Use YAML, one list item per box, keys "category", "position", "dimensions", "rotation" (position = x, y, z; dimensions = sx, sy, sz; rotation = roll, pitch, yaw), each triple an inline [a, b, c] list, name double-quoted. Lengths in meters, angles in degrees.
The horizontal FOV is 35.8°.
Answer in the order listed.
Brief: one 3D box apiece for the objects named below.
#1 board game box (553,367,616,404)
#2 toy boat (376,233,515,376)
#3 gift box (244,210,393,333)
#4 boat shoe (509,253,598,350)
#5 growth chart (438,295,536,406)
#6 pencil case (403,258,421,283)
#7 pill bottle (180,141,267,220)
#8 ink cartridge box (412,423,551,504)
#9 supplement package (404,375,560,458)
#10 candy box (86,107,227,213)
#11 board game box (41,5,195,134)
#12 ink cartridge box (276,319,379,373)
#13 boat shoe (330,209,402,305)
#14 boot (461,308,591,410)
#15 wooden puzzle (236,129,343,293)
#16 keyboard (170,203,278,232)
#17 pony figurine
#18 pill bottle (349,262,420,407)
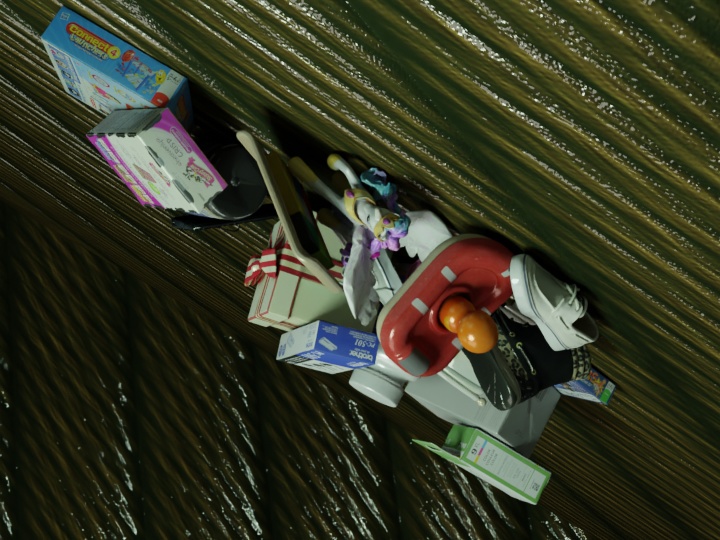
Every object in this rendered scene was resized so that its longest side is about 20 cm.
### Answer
- category: "board game box"
  position: [0.291, 0.151, 1.754]
  dimensions: [0.135, 0.035, 0.200]
  rotation: [36, 167, -23]
- category: "toy boat"
  position: [0.125, 0.055, 1.375]
  dimensions: [0.130, 0.200, 0.131]
  rotation: [41, 179, -43]
- category: "gift box"
  position: [-0.070, 0.000, 1.684]
  dimensions: [0.185, 0.202, 0.184]
  rotation: [17, 164, -14]
- category: "boat shoe"
  position: [0.248, 0.039, 1.391]
  dimensions: [0.069, 0.071, 0.200]
  rotation: [-10, 143, 27]
- category: "growth chart"
  position: [0.202, 0.117, 1.586]
  dimensions: [0.145, 0.200, 0.018]
  rotation: [41, -153, -17]
- category: "pencil case"
  position: [0.152, 0.059, 1.623]
  dimensions: [0.093, 0.091, 0.200]
  rotation: [-29, 134, 25]
- category: "pill bottle"
  position: [-0.229, -0.136, 1.664]
  dimensions: [0.112, 0.112, 0.199]
  rotation: [38, 165, -31]
- category: "ink cartridge box"
  position: [0.190, 0.291, 1.752]
  dimensions: [0.199, 0.060, 0.104]
  rotation: [31, 170, -11]
- category: "supplement package"
  position: [0.196, 0.196, 1.794]
  dimensions: [0.199, 0.120, 0.121]
  rotation: [20, 167, 42]
- category: "candy box"
  position: [-0.281, -0.152, 1.525]
  dimensions: [0.199, 0.061, 0.137]
  rotation: [12, 144, 56]
- category: "board game box"
  position: [-0.333, -0.259, 1.558]
  dimensions: [0.195, 0.056, 0.200]
  rotation: [30, 167, 1]
- category: "ink cartridge box"
  position: [-0.049, 0.112, 1.603]
  dimensions: [0.093, 0.045, 0.200]
  rotation: [15, 167, -16]
- category: "boat shoe"
  position: [0.001, 0.001, 1.563]
  dimensions: [0.203, 0.086, 0.075]
  rotation: [64, 176, -27]
- category: "boot"
  position: [0.211, 0.079, 1.506]
  dimensions: [0.205, 0.153, 0.074]
  rotation: [67, 150, 21]
- category: "wooden puzzle"
  position: [-0.083, -0.075, 1.433]
  dimensions: [0.201, 0.037, 0.185]
  rotation: [63, -176, 17]
- category: "keyboard"
  position: [-0.198, -0.074, 1.741]
  dimensions: [0.199, 0.040, 0.104]
  rotation: [-10, -163, -38]
- category: "pony figurine"
  position: [0.009, -0.053, 1.413]
  dimensions: [0.200, 0.166, 0.194]
  rotation: [41, 166, 42]
- category: "pill bottle"
  position: [0.061, 0.100, 1.696]
  dimensions: [0.111, 0.201, 0.112]
  rotation: [26, 168, 6]
